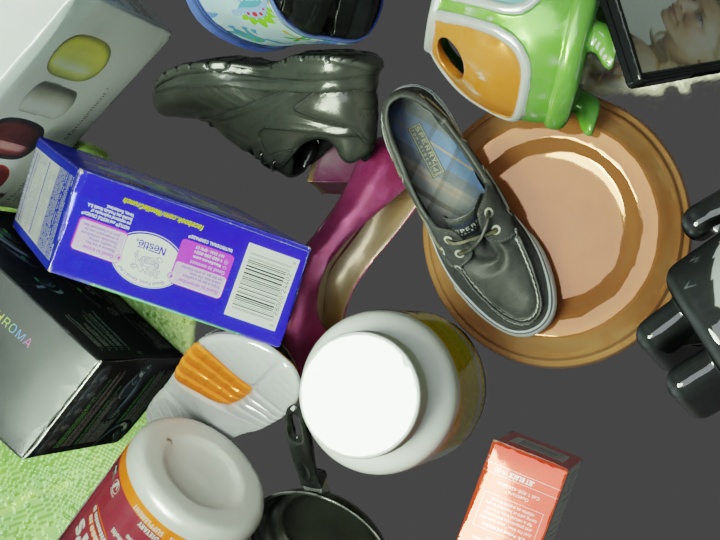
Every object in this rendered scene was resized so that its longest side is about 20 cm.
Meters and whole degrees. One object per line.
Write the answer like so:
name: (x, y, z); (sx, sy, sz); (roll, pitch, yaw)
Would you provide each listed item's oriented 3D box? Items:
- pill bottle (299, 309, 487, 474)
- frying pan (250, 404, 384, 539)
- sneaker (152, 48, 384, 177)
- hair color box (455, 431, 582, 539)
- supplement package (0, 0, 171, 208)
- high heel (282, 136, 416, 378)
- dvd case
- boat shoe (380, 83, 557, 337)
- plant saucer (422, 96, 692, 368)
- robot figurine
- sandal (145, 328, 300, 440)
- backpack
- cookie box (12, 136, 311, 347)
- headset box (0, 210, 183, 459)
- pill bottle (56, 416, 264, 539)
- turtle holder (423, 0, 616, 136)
pill bottle: (0.021, 0.083, 1.292); (0.110, 0.200, 0.113); (0, 89, 12)
frying pan: (-0.043, 0.170, 1.348); (0.114, 0.031, 0.191); (-11, 119, 34)
sneaker: (-0.072, -0.114, 1.367); (0.198, 0.076, 0.092); (3, 100, 36)
hair color box: (0.092, 0.220, 1.323); (0.061, 0.101, 0.202); (20, 93, 12)
supplement package: (-0.275, -0.166, 1.360); (0.147, 0.200, 0.191); (44, 99, 10)
high heel: (0.000, 0.000, 1.368); (0.095, 0.067, 0.202); (7, 77, 23)
dvd case: (0.231, -0.204, 1.270); (0.017, 0.199, 0.144); (-23, 82, 51)
boat shoe: (0.073, -0.043, 1.311); (0.069, 0.066, 0.201); (-27, 87, 10)
plant saucer: (0.140, -0.030, 1.351); (0.198, 0.037, 0.203); (0, 88, 13)
robot figurine: (0.288, 0.017, 1.270); (0.199, 0.125, 0.151); (-34, 100, 10)
sandal: (-0.096, 0.078, 1.354); (0.079, 0.206, 0.059); (46, 56, -6)
backpack: (-0.062, -0.259, 1.335); (0.146, 0.182, 0.202); (-1, 87, 36)
cookie box: (-0.144, -0.023, 1.305); (0.170, 0.200, 0.076); (19, 94, -19)
headset box: (-0.244, 0.043, 1.355); (0.174, 0.200, 0.093); (41, 97, 10)
pill bottle: (-0.162, 0.208, 1.351); (0.110, 0.109, 0.200); (44, 121, 10)
turtle holder: (0.120, -0.195, 1.300); (0.130, 0.141, 0.187); (13, 85, 5)
